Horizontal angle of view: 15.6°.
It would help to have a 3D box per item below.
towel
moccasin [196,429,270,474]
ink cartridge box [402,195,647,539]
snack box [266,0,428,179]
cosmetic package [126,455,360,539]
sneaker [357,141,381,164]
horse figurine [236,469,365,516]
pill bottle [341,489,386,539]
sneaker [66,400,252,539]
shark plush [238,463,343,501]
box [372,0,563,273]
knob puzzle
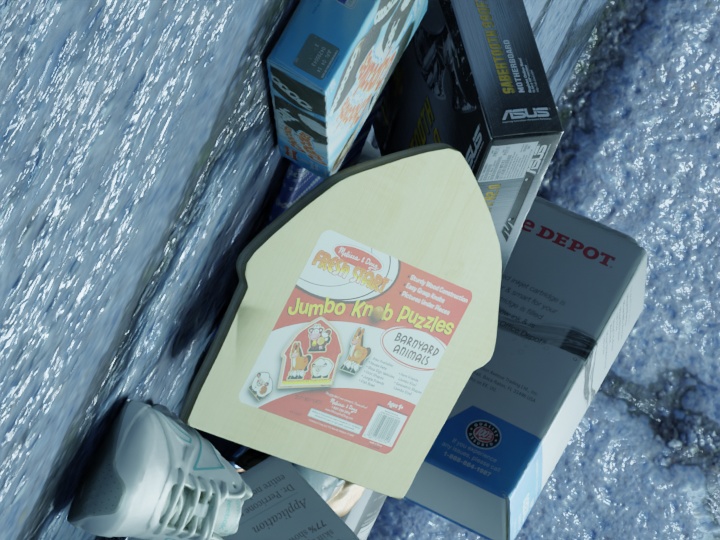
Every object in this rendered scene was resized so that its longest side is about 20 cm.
[{"bbox_3d":[-0.031,-0.056,1.587,0.145,0.024,0.201,-49,164,-58],"label":"towel"},{"bbox_3d":[-0.074,0.104,1.682,0.081,0.068,0.200,-61,177,-17],"label":"moccasin"},{"bbox_3d":[0.078,0.054,1.701,0.201,0.144,0.084,-58,161,-24],"label":"ink cartridge box"},{"bbox_3d":[-0.004,-0.124,1.377,0.117,0.037,0.200,-61,175,-9],"label":"snack box"},{"bbox_3d":[-0.065,0.259,1.616,0.167,0.200,0.167,-26,153,-37],"label":"cosmetic package"},{"bbox_3d":[0.000,0.000,1.798,0.081,0.083,0.200,-58,174,-35],"label":"sneaker"},{"bbox_3d":[-0.027,0.129,1.910,0.133,0.050,0.200,-55,151,-7],"label":"horse figurine"},{"bbox_3d":[-0.036,0.181,2.211,0.201,0.113,0.114,-65,174,34],"label":"pill bottle"},{"bbox_3d":[-0.102,0.115,1.429,0.071,0.080,0.200,-60,173,5],"label":"sneaker"},{"bbox_3d":[-0.025,0.121,1.784,0.200,0.091,0.083,-43,162,-34],"label":"shark plush"},{"bbox_3d":[0.060,-0.093,1.618,0.200,0.048,0.159,110,-31,-58],"label":"box"},{"bbox_3d":[0.001,0.016,1.496,0.219,0.030,0.221,-16,120,-29],"label":"knob puzzle"}]
